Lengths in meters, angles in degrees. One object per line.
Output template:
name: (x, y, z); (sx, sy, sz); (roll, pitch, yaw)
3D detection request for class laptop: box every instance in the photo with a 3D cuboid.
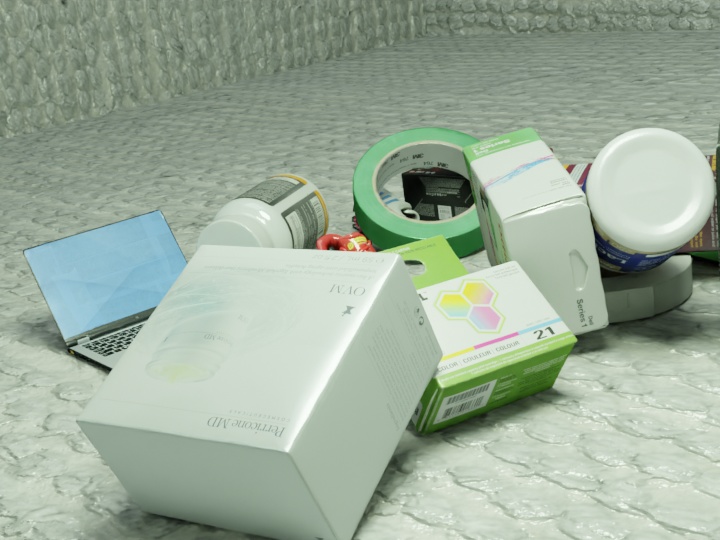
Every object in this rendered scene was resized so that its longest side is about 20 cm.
laptop: (-0.253, 0.019, 1.335); (0.187, 0.116, 0.200); (-21, 21, -34)

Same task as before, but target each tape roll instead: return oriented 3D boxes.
tape roll: (0.090, -0.101, 1.510); (0.200, 0.048, 0.201); (-1, 51, 1)
tape roll: (0.263, 0.008, 1.272); (0.202, 0.037, 0.203); (-7, 18, 2)

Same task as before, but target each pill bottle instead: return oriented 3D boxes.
pill bottle: (0.270, -0.060, 1.132); (0.116, 0.116, 0.200); (-7, -10, 4)
pill bottle: (-0.125, -0.048, 1.488); (0.116, 0.117, 0.200); (-1, 18, 22)

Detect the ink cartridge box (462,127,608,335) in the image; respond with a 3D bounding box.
ink cartridge box: (0.173, -0.038, 1.162); (0.084, 0.145, 0.200); (-16, 26, 1)

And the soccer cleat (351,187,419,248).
soccer cleat: (0.035, -0.076, 1.612); (0.086, 0.070, 0.200); (2, 21, -6)

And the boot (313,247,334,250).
boot: (-0.094, 0.054, 1.151); (0.198, 0.073, 0.163); (-22, 26, 1)

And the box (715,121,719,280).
box: (0.411, -0.038, 1.076); (0.148, 0.200, 0.124); (-2, 18, 19)

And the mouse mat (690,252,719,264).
mouse mat: (0.454, -0.034, 1.373); (0.161, 0.008, 0.200); (-17, 18, -27)

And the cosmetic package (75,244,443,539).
cosmetic package: (-0.074, 0.090, 0.903); (0.199, 0.123, 0.200); (3, 46, 31)

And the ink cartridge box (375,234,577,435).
ink cartridge box: (0.074, 0.032, 1.049); (0.148, 0.076, 0.200); (-16, 55, -26)

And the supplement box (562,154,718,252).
supplement box: (0.318, -0.073, 1.298); (0.200, 0.086, 0.110); (-2, 18, 19)

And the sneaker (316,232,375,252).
sneaker: (0.000, 0.000, 1.333); (0.077, 0.085, 0.200); (-18, 20, -29)

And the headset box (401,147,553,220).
headset box: (0.180, -0.129, 1.681); (0.149, 0.075, 0.200); (9, 24, 41)
